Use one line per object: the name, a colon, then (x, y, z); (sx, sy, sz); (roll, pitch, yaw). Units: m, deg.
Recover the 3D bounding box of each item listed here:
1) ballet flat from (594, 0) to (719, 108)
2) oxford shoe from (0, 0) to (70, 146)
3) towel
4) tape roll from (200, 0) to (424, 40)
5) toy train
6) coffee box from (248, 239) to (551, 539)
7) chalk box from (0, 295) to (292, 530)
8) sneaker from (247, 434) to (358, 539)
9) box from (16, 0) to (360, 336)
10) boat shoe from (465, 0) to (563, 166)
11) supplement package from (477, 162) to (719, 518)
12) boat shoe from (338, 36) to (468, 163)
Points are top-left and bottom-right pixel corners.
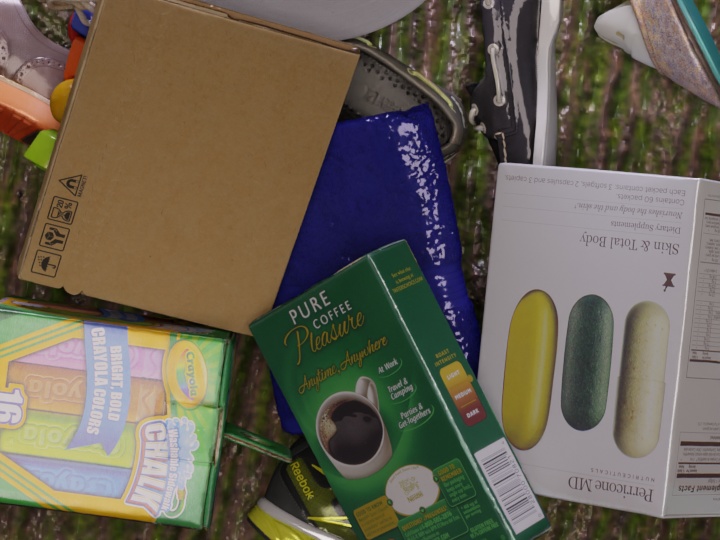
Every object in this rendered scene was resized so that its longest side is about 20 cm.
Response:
ballet flat: (0.175, -0.188, 1.735); (0.067, 0.068, 0.201); (-24, 86, 16)
oxford shoe: (-0.259, -0.154, 1.721); (0.199, 0.071, 0.073); (32, 73, -9)
towel: (0.000, 0.000, 1.706); (0.147, 0.050, 0.201); (-8, 102, 21)
tape roll: (-0.033, -0.239, 1.652); (0.199, 0.066, 0.201); (0, 131, 1)
toy train: (-0.174, -0.108, 1.667); (0.200, 0.085, 0.116); (30, 90, -38)
coffee box: (0.024, 0.094, 1.643); (0.123, 0.044, 0.201); (-32, 84, 43)
chalk box: (-0.140, 0.091, 1.694); (0.199, 0.124, 0.125); (7, 91, -3)
sneaker: (0.030, 0.169, 1.725); (0.199, 0.074, 0.085); (22, 90, -2)
box: (-0.107, -0.066, 1.650); (0.163, 0.021, 0.201); (14, 111, -15)
boat shoe: (0.097, -0.119, 1.723); (0.060, 0.074, 0.201); (3, 98, 7)
supplement package: (0.176, 0.043, 1.661); (0.151, 0.150, 0.201); (7, 91, 39)
boat shoe: (-0.023, -0.126, 1.724); (0.201, 0.060, 0.072); (25, 91, -2)
